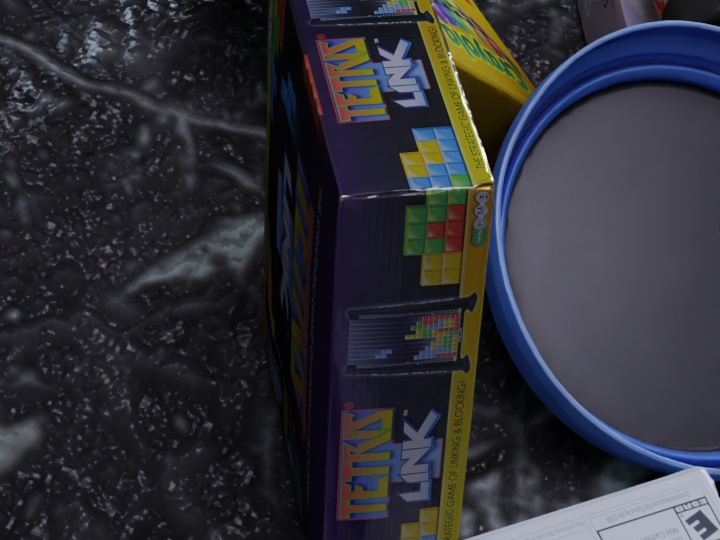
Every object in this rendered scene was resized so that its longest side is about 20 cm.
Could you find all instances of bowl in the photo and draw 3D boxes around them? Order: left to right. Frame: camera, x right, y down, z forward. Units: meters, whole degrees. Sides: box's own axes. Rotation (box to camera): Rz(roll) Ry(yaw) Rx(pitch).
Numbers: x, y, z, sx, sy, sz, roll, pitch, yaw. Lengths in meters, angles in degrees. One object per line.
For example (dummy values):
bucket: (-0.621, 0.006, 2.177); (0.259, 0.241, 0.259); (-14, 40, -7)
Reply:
bowl: (0.144, -0.007, 0.955); (0.199, 0.039, 0.202); (5, 74, -17)

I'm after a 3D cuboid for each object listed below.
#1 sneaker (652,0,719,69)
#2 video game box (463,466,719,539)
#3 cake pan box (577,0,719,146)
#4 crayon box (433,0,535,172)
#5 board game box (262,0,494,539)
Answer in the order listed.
sneaker: (0.226, -0.156, 1.034); (0.200, 0.067, 0.109); (-5, 61, -15)
video game box: (0.086, 0.185, 0.840); (0.199, 0.047, 0.183); (-14, 58, -22)
cake pan box: (0.201, -0.131, 1.083); (0.183, 0.052, 0.201); (2, 56, -15)
crayon box: (0.012, -0.114, 0.981); (0.201, 0.051, 0.127); (57, 17, 23)
board game box: (0.000, 0.000, 0.824); (0.056, 0.201, 0.166); (-3, 39, -8)
